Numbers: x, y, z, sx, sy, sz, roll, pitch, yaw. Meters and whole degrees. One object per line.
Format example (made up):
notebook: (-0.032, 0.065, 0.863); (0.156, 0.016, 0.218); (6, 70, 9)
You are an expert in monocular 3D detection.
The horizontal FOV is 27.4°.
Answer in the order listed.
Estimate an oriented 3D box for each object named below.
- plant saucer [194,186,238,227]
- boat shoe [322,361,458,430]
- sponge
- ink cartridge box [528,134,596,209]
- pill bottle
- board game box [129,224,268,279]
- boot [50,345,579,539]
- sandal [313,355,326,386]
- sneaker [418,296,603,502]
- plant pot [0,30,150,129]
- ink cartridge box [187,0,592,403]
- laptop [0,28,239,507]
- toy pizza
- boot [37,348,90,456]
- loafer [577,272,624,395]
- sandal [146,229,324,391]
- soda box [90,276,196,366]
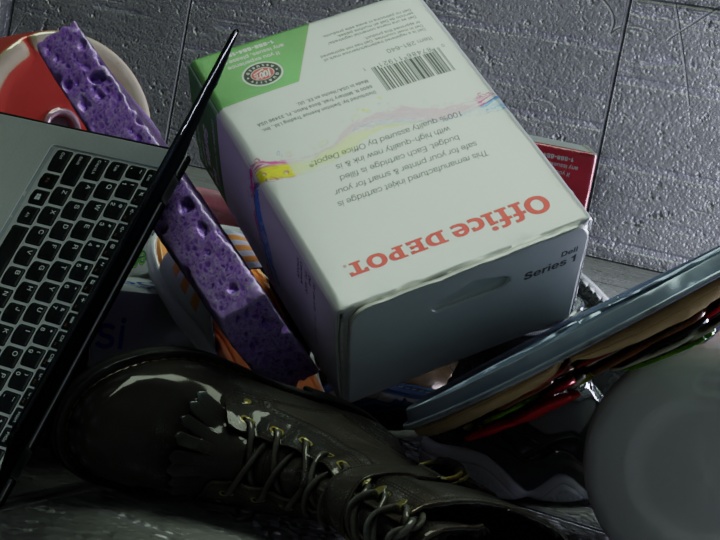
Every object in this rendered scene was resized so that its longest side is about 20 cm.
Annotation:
plant saucer: (-0.173, -0.012, 1.117); (0.199, 0.051, 0.201); (-4, -15, -1)
boat shoe: (0.042, 0.061, 0.912); (0.072, 0.073, 0.200); (-11, -14, 32)
sponge: (-0.095, -0.032, 0.769); (0.200, 0.030, 0.112); (54, -3, 27)
ink cartridge box: (0.080, -0.004, 1.082); (0.144, 0.201, 0.145); (11, 9, 3)
pill bottle: (0.197, 0.086, 0.784); (0.119, 0.120, 0.200); (13, 10, 20)
board game box: (-0.135, 0.007, 1.014); (0.126, 0.035, 0.199); (8, -16, -39)
boot: (-0.019, 0.090, 0.649); (0.199, 0.070, 0.174); (10, 5, -31)
sandal: (0.000, 0.000, 0.963); (0.054, 0.201, 0.082); (-3, -37, 14)
sneaker: (0.128, 0.072, 0.861); (0.199, 0.115, 0.075); (6, 8, -36)
plant pot: (-0.267, -0.100, 1.177); (0.200, 0.202, 0.177); (7, -10, -33)
ink cartridge box: (0.011, -0.045, 0.801); (0.144, 0.084, 0.200); (-20, 53, -16)
laptop: (-0.155, -0.011, 0.635); (0.199, 0.188, 0.116); (13, -27, 25)
toy pizza: (0.112, 0.037, 0.703); (0.199, 0.032, 0.200); (-27, -4, -2)
boot: (-0.238, 0.007, 0.749); (0.199, 0.187, 0.064); (0, -29, -8)
loafer: (0.151, 0.050, 0.945); (0.200, 0.075, 0.070); (48, 3, -32)
sandal: (-0.053, 0.028, 0.833); (0.079, 0.059, 0.207); (3, 37, -36)
soda box: (-0.140, 0.040, 0.891); (0.199, 0.069, 0.063); (8, 6, -33)
